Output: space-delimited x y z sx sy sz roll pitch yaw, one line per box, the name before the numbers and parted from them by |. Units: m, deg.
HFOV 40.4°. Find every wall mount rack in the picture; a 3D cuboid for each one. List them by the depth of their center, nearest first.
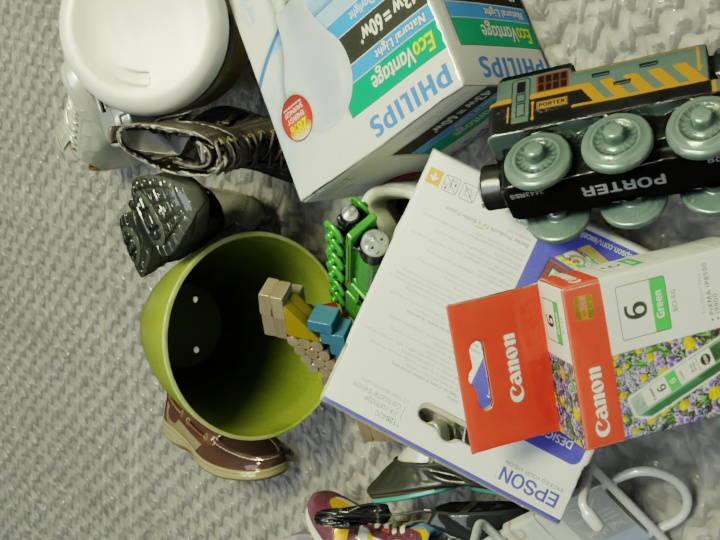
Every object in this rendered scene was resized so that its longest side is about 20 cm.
wall mount rack | 0.181 0.241 0.747 0.174 0.075 0.199 45 125 -11

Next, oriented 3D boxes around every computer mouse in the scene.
computer mouse | 0.052 0.221 0.847 0.197 0.058 0.035 -6 86 23

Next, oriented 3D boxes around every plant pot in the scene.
plant pot | -0.144 0.058 0.974 0.199 0.185 0.191 1 100 58

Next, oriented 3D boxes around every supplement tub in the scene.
supplement tub | -0.177 -0.218 0.893 0.142 0.200 0.147 0 100 2

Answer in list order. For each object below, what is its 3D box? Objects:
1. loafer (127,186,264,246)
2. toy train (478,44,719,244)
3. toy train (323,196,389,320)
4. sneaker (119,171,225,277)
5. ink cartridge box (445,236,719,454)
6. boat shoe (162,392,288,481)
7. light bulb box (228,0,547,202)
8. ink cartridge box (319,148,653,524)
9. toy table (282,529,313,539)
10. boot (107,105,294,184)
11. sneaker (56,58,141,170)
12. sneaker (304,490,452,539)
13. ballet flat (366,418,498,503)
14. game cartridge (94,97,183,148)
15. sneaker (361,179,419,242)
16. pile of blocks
loafer | -0.179 -0.057 1.032 0.198 0.071 0.070 -5 140 44
toy train | 0.173 -0.091 0.645 0.197 0.085 0.116 -9 53 24
toy train | 0.000 0.000 0.828 0.056 0.042 0.200 47 166 14
sneaker | -0.164 -0.053 0.902 0.199 0.090 0.077 -19 92 66
ink cartridge box | 0.163 0.054 0.644 0.050 0.197 0.111 -147 45 -77
boat shoe | -0.153 0.168 1.067 0.199 0.071 0.073 18 113 47
light bulb box | 0.017 -0.189 0.784 0.197 0.124 0.203 -30 77 43
ink cartridge box | 0.098 0.045 0.713 0.195 0.047 0.203 26 94 10
toy table | -0.094 0.364 1.017 0.183 0.116 0.202 40 125 31
boot | -0.096 -0.101 0.847 0.196 0.174 0.071 9 104 13
sneaker | -0.295 -0.155 1.047 0.200 0.083 0.074 79 174 -69
sneaker | 0.035 0.253 0.906 0.199 0.074 0.091 36 114 26
ballet flat | 0.089 0.161 0.837 0.198 0.068 0.070 -11 81 35
game cartridge | -0.239 -0.213 1.023 0.041 0.133 0.203 -19 81 14
sneaker | 0.079 -0.008 0.777 0.199 0.099 0.076 36 110 32
pile of blocks | -0.007 0.069 0.875 0.081 0.063 0.200 -25 115 37
